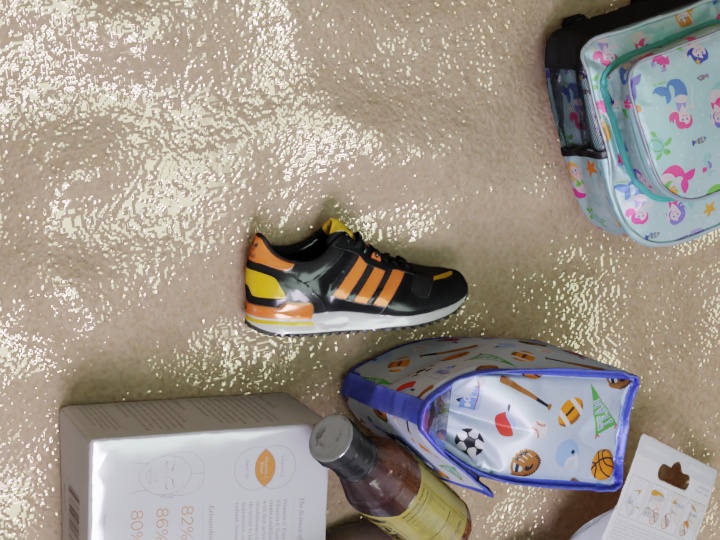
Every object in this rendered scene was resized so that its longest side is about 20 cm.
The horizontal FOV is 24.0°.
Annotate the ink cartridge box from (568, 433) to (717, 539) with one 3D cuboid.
[{"bbox_3d":[0.239,0.253,1.535,0.162,0.050,0.202,26,82,-49],"label":"ink cartridge box"}]

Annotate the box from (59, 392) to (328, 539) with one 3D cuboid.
[{"bbox_3d":[-0.133,0.188,1.355,0.198,0.106,0.154,-1,100,-23],"label":"box"}]

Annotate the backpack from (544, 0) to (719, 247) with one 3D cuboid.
[{"bbox_3d":[0.263,-0.124,1.453,0.176,0.150,0.202,-20,112,-20],"label":"backpack"}]

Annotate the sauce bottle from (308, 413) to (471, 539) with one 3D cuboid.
[{"bbox_3d":[0.023,0.173,1.363,0.066,0.066,0.200,-52,137,-7],"label":"sauce bottle"}]

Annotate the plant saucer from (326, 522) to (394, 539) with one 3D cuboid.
[{"bbox_3d":[0.010,0.318,1.441,0.197,0.032,0.203,0,87,-1],"label":"plant saucer"}]

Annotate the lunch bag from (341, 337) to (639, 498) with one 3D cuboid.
[{"bbox_3d":[0.101,0.119,1.411,0.198,0.170,0.126,7,92,-25],"label":"lunch bag"}]

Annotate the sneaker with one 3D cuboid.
[{"bbox_3d":[0.000,0.000,1.397,0.198,0.070,0.091,-6,105,-20],"label":"sneaker"}]
